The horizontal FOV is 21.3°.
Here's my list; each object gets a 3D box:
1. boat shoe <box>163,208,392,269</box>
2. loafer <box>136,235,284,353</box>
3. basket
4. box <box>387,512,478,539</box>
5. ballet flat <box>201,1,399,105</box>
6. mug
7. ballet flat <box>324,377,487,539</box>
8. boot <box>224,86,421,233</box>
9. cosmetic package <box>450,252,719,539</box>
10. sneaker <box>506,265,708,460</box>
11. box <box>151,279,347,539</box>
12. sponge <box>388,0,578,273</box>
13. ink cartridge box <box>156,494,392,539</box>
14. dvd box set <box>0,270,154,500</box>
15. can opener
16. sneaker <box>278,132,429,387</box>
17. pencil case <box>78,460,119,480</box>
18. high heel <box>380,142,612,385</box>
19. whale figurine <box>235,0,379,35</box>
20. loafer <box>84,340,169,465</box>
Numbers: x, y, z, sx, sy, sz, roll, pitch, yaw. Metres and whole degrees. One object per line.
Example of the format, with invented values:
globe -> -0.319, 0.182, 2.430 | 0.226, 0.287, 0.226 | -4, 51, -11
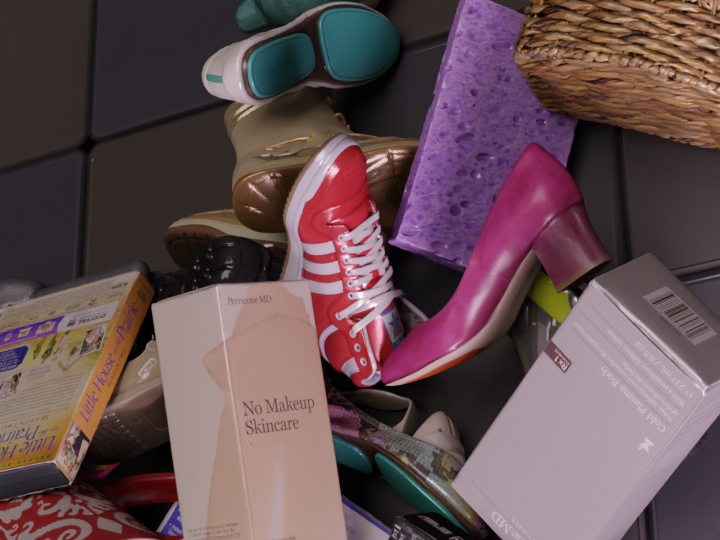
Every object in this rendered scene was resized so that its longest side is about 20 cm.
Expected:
boat shoe -> -0.061, -0.023, 1.519 | 0.198, 0.072, 0.076 | 10, 51, 29
loafer -> -0.118, 0.029, 1.497 | 0.200, 0.070, 0.069 | -32, 47, 55
basket -> 0.220, -0.182, 1.339 | 0.198, 0.143, 0.150 | 16, 79, 24
box -> 0.073, 0.291, 1.266 | 0.199, 0.047, 0.195 | 29, 108, 37
ballet flat -> -0.050, -0.170, 1.499 | 0.069, 0.199, 0.070 | 13, 112, 35
mug -> -0.192, 0.221, 1.420 | 0.200, 0.176, 0.135 | 26, 120, 56
ballet flat -> 0.026, 0.127, 1.398 | 0.199, 0.069, 0.071 | 25, 64, 37
boot -> -0.006, -0.095, 1.496 | 0.198, 0.073, 0.156 | -7, 31, -4
cosmetic package -> 0.156, 0.100, 1.247 | 0.107, 0.090, 0.201 | 43, 124, 20
sneaker -> 0.164, 0.067, 1.340 | 0.200, 0.073, 0.081 | 48, 119, 34
box -> -0.077, 0.112, 1.344 | 0.077, 0.094, 0.202 | -15, 83, 45
sponge -> 0.099, -0.093, 1.421 | 0.030, 0.111, 0.202 | 152, 137, -71
ink cartridge box -> -0.081, 0.241, 1.422 | 0.197, 0.047, 0.201 | 30, 85, 39
dvd box set -> -0.248, 0.092, 1.473 | 0.145, 0.029, 0.201 | -16, 37, 30
can opener -> -0.255, 0.019, 1.619 | 0.198, 0.053, 0.068 | -17, 62, 24
sneaker -> 0.000, 0.000, 1.369 | 0.112, 0.201, 0.071 | 39, 54, 23
pencil case -> -0.280, 0.110, 1.575 | 0.198, 0.088, 0.089 | 14, 77, 32
high heel -> 0.077, 0.001, 1.328 | 0.199, 0.067, 0.097 | -34, 78, 24
whale figurine -> -0.065, -0.274, 1.598 | 0.199, 0.104, 0.160 | 32, 88, 37
loafer -> -0.135, 0.083, 1.462 | 0.198, 0.076, 0.069 | -19, 44, 12
